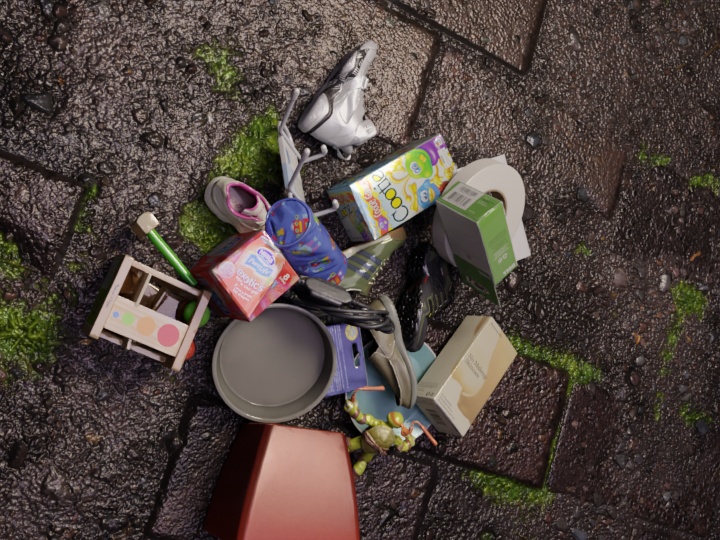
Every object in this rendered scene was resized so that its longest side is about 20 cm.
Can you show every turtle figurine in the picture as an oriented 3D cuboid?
[{"bbox_3d":[0.027,0.292,1.328,0.199,0.065,0.161,37,110,-29],"label":"turtle figurine"}]

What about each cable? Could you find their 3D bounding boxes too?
[{"bbox_3d":[-0.040,0.064,1.244,0.198,0.163,0.051,21,74,-10],"label":"cable"}]

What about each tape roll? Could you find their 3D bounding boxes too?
[{"bbox_3d":[0.212,-0.097,1.392,0.201,0.037,0.205,-21,126,-31],"label":"tape roll"}]

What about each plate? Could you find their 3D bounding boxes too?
[{"bbox_3d":[0.059,0.211,1.401,0.198,0.026,0.203,0,89,-26],"label":"plate"}]

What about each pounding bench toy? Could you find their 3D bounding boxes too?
[{"bbox_3d":[-0.302,0.032,1.182,0.155,0.124,0.202,26,79,-22],"label":"pounding bench toy"}]

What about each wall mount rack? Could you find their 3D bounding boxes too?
[{"bbox_3d":[-0.093,-0.180,1.242,0.074,0.174,0.202,-18,61,10],"label":"wall mount rack"}]

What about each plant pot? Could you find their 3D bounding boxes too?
[{"bbox_3d":[-0.119,0.337,1.237,0.198,0.199,0.178,12,75,-24],"label":"plant pot"}]

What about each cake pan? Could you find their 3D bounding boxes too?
[{"bbox_3d":[-0.137,0.144,1.246,0.198,0.037,0.203,-3,106,-12],"label":"cake pan"}]

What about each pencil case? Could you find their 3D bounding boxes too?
[{"bbox_3d":[-0.084,-0.035,1.212,0.086,0.200,0.079,-24,62,6],"label":"pencil case"}]

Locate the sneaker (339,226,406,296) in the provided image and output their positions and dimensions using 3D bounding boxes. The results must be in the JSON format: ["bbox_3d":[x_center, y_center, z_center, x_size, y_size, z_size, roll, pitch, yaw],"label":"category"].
[{"bbox_3d":[0.000,0.000,1.353,0.199,0.067,0.091,-24,97,-16],"label":"sneaker"}]

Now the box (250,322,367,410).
[{"bbox_3d":[-0.091,0.158,1.316,0.198,0.032,0.123,-9,93,-15],"label":"box"}]

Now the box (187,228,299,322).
[{"bbox_3d":[-0.185,0.007,1.194,0.102,0.200,0.095,-41,105,-19],"label":"box"}]

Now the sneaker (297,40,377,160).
[{"bbox_3d":[-0.011,-0.291,1.348,0.115,0.075,0.201,39,79,-20],"label":"sneaker"}]

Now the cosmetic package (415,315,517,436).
[{"bbox_3d":[0.190,0.188,1.416,0.105,0.071,0.200,50,63,-24],"label":"cosmetic package"}]

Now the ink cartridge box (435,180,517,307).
[{"bbox_3d":[0.201,-0.043,1.312,0.059,0.104,0.201,-38,133,-16],"label":"ink cartridge box"}]

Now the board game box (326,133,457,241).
[{"bbox_3d":[0.060,-0.143,1.361,0.199,0.105,0.104,-31,103,-21],"label":"board game box"}]

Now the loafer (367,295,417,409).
[{"bbox_3d":[0.044,0.147,1.350,0.069,0.075,0.202,-17,94,-11],"label":"loafer"}]

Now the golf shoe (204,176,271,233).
[{"bbox_3d":[-0.163,-0.076,1.266,0.199,0.091,0.076,38,74,-21],"label":"golf shoe"}]

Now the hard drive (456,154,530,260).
[{"bbox_3d":[0.244,-0.106,1.488,0.131,0.025,0.202,-19,97,-23],"label":"hard drive"}]

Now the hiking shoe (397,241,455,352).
[{"bbox_3d":[0.130,0.054,1.401,0.100,0.075,0.202,21,73,-26],"label":"hiking shoe"}]
